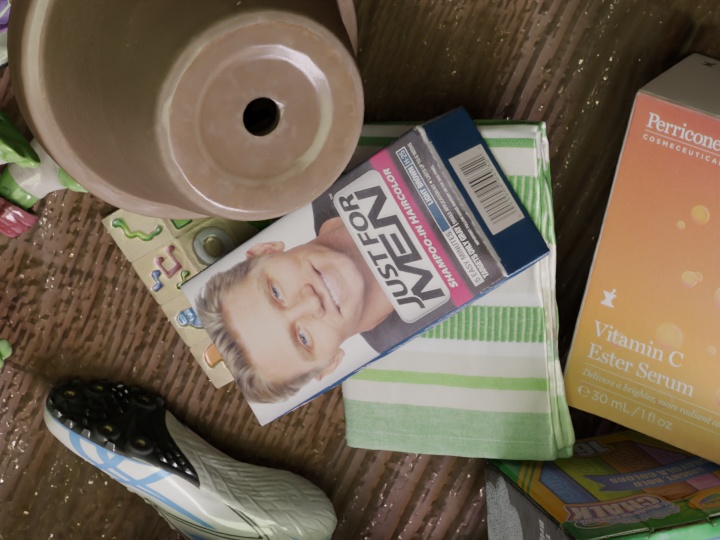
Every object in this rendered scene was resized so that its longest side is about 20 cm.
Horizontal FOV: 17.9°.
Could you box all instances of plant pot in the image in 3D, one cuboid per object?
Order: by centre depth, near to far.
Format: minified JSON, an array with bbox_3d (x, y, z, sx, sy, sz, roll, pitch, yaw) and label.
[{"bbox_3d":[-0.077,-0.104,1.238,0.199,0.175,0.201,-8,113,-19],"label":"plant pot"}]

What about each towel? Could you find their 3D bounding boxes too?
[{"bbox_3d":[0.051,0.011,1.341,0.152,0.023,0.201,2,105,30],"label":"towel"}]

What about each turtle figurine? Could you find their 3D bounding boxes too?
[{"bbox_3d":[-0.238,0.011,1.323,0.194,0.200,0.144,-44,119,12],"label":"turtle figurine"}]

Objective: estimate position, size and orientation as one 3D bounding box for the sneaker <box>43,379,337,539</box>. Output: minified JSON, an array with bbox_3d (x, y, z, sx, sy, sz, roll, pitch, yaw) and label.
[{"bbox_3d":[-0.112,0.135,1.430,0.199,0.072,0.073,28,120,-7],"label":"sneaker"}]

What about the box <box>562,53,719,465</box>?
[{"bbox_3d":[0.219,-0.001,1.314,0.152,0.106,0.201,20,115,20],"label":"box"}]

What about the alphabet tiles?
[{"bbox_3d":[-0.053,-0.017,1.395,0.166,0.006,0.200,-29,110,12],"label":"alphabet tiles"}]

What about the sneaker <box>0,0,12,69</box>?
[{"bbox_3d":[-0.261,-0.136,1.323,0.199,0.081,0.084,-25,97,1],"label":"sneaker"}]

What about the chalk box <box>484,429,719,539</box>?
[{"bbox_3d":[0.163,0.182,1.299,0.123,0.200,0.125,-9,107,-16],"label":"chalk box"}]

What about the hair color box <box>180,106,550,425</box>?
[{"bbox_3d":[0.000,0.000,1.318,0.200,0.060,0.100,-33,86,34],"label":"hair color box"}]
